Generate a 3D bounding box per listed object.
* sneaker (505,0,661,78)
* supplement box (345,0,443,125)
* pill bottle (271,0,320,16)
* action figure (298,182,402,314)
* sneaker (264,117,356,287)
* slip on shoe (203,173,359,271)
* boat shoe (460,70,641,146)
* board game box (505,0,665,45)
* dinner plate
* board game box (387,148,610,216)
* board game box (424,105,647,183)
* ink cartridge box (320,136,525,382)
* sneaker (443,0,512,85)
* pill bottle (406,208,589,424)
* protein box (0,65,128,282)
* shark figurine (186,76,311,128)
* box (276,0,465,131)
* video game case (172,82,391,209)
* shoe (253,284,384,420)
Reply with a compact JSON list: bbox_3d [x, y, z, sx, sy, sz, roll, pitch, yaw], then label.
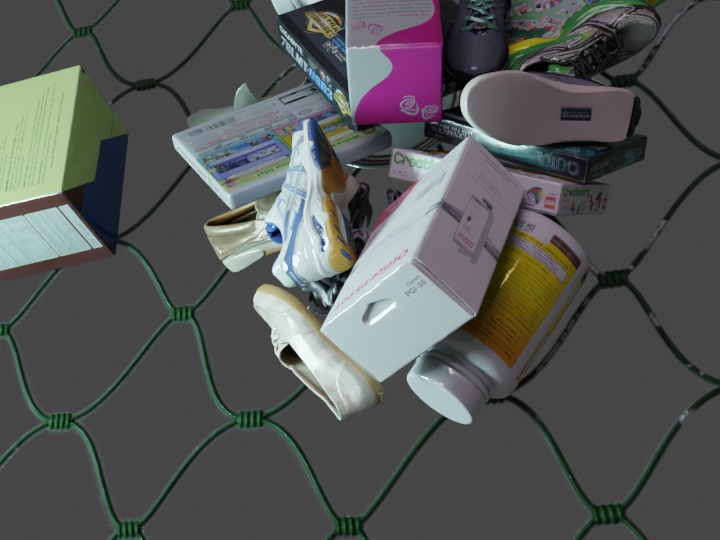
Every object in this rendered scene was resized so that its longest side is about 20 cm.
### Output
[{"bbox_3d":[0.239,-0.228,1.440,0.198,0.078,0.086,-27,33,6],"label":"sneaker"},{"bbox_3d":[0.035,-0.258,1.413,0.100,0.104,0.201,-2,43,2],"label":"supplement box"},{"bbox_3d":[-0.020,-0.389,1.654,0.198,0.112,0.112,-18,51,10],"label":"pill bottle"},{"bbox_3d":[0.000,0.000,1.379,0.117,0.103,0.201,2,42,22],"label":"action figure"},{"bbox_3d":[-0.063,-0.073,1.341,0.087,0.075,0.202,-23,46,17],"label":"sneaker"},{"bbox_3d":[-0.090,-0.064,1.439,0.199,0.061,0.076,-24,24,38],"label":"slip on shoe"},{"bbox_3d":[0.179,-0.167,1.339,0.197,0.076,0.093,5,14,-22],"label":"boat shoe"},{"bbox_3d":[0.236,-0.308,1.540,0.199,0.029,0.135,-31,51,0],"label":"board game box"},{"bbox_3d":[0.040,-0.196,1.548,0.198,0.024,0.202,-12,52,16],"label":"dinner plate"},{"bbox_3d":[0.144,-0.093,1.369,0.198,0.126,0.035,15,101,30],"label":"board game box"},{"bbox_3d":[0.185,-0.142,1.395,0.198,0.029,0.135,21,27,34],"label":"board game box"},{"bbox_3d":[0.061,-0.011,1.241,0.146,0.083,0.201,-39,16,40],"label":"ink cartridge box"},{"bbox_3d":[0.127,-0.285,1.439,0.073,0.088,0.201,1,41,9],"label":"sneaker"},{"bbox_3d":[0.130,0.046,1.281,0.108,0.110,0.201,23,68,34],"label":"pill bottle"},{"bbox_3d":[-0.408,-0.113,1.609,0.197,0.135,0.201,-12,53,15],"label":"protein box"},{"bbox_3d":[-0.110,-0.212,1.586,0.213,0.090,0.129,-32,51,2],"label":"shark figurine"},{"bbox_3d":[0.032,-0.261,1.522,0.197,0.050,0.200,-23,47,-17],"label":"box"},{"bbox_3d":[-0.091,-0.146,1.480,0.198,0.022,0.182,-23,35,-18],"label":"video game case"},{"bbox_3d":[-0.056,0.082,1.361,0.053,0.070,0.200,-37,52,-17],"label":"shoe"}]
